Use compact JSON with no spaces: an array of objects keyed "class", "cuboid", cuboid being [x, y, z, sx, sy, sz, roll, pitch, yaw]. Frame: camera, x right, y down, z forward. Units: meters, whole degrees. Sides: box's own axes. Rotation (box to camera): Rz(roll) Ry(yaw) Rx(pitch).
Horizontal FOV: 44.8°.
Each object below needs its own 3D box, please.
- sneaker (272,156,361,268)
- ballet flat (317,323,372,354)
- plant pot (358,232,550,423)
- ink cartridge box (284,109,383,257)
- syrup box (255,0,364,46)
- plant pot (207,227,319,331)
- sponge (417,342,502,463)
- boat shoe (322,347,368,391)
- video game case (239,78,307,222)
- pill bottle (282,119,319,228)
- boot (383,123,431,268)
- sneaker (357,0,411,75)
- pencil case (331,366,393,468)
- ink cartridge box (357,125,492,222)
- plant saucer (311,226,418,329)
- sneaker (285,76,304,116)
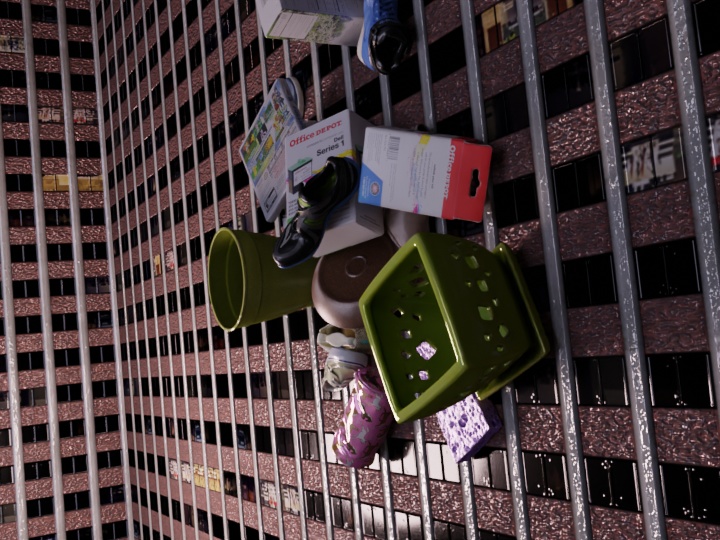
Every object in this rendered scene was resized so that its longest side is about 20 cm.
[{"class":"sneaker","cuboid":[-0.079,-0.094,1.341,0.200,0.082,0.071,-54,53,13]},{"class":"ballet flat","cuboid":[-0.035,0.125,1.619,0.199,0.074,0.069,-4,87,61]},{"class":"plant pot","cuboid":[0.136,0.077,1.207,0.199,0.180,0.202,-49,51,50]},{"class":"ink cartridge box","cuboid":[-0.046,-0.142,1.439,0.144,0.084,0.203,-18,65,33]},{"class":"syrup box","cuboid":[-0.070,-0.447,1.502,0.079,0.198,0.082,-41,59,53]},{"class":"plant pot","cuboid":[-0.182,0.012,1.749,0.200,0.191,0.203,11,103,60]},{"class":"sponge","cuboid":[0.144,0.181,1.352,0.112,0.030,0.202,-58,45,45]},{"class":"boat shoe","cuboid":[-0.031,0.183,1.586,0.200,0.071,0.063,120,164,-74]},{"class":"video game case","cuboid":[-0.159,-0.224,1.646,0.200,0.022,0.184,-52,52,43]},{"class":"pill bottle","cuboid":[-0.115,-0.184,1.699,0.108,0.108,0.203,-5,88,60]},{"class":"boot","cuboid":[0.094,-0.125,1.383,0.146,0.070,0.201,-51,57,39]},{"class":"sneaker","cuboid":[0.043,-0.422,1.426,0.111,0.076,0.202,-129,41,-54]},{"class":"pencil case","cuboid":[0.009,0.260,1.547,0.087,0.082,0.202,-117,36,-48]},{"class":"ink cartridge box","cuboid":[0.103,-0.145,1.303,0.198,0.067,0.118,13,104,22]},{"class":"plant saucer","cuboid":[0.000,0.000,1.455,0.198,0.037,0.202,-14,55,21]},{"class":"sneaker","cuboid":[-0.175,-0.304,1.818,0.075,0.084,0.202,43,128,51]}]
